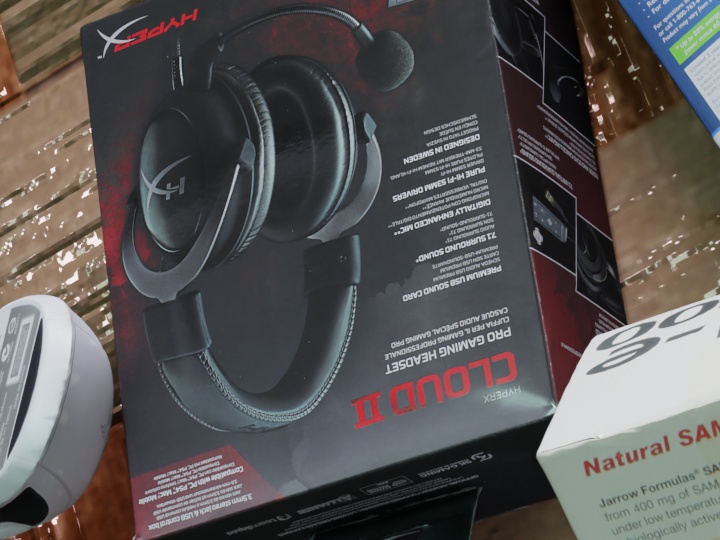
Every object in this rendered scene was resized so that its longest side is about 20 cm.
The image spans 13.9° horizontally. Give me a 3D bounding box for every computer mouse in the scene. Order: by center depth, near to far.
[{"bbox_3d":[-0.123,0.058,0.961,0.200,0.044,0.110,-17,56,60],"label":"computer mouse"}]

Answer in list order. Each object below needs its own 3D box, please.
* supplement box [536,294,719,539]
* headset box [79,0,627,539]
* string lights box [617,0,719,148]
[{"bbox_3d":[0.145,0.098,0.753,0.125,0.074,0.201,-19,106,23],"label":"supplement box"},{"bbox_3d":[0.000,0.000,0.928,0.148,0.077,0.201,-18,65,24],"label":"headset box"},{"bbox_3d":[0.118,-0.118,0.907,0.103,0.059,0.201,-38,60,14],"label":"string lights box"}]
